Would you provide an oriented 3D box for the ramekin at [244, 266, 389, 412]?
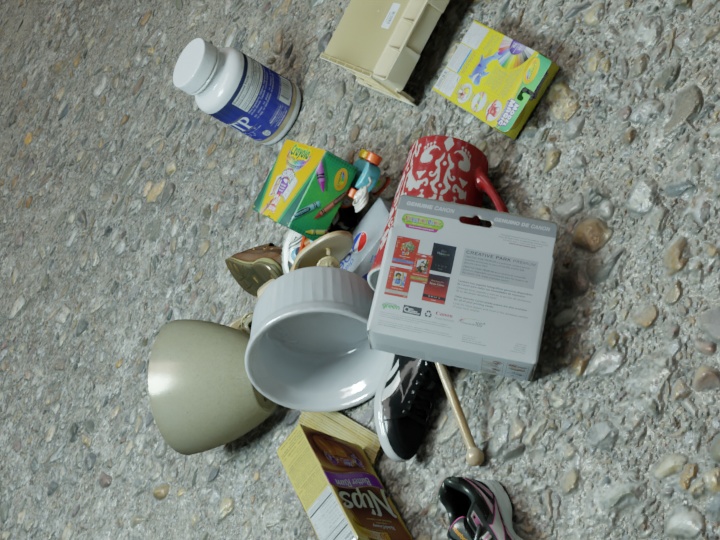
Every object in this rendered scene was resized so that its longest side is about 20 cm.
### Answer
[{"bbox_3d":[-0.054,0.088,1.698,0.200,0.200,0.098,-41,33,30],"label":"ramekin"}]

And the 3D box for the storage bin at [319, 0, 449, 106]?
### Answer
[{"bbox_3d":[0.059,-0.374,1.929,0.198,0.093,0.201,33,96,55],"label":"storage bin"}]

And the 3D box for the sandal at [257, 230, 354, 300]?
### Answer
[{"bbox_3d":[-0.068,0.023,1.765,0.211,0.077,0.070,-36,61,44],"label":"sandal"}]

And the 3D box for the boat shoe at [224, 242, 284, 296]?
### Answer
[{"bbox_3d":[-0.150,-0.005,2.002,0.067,0.072,0.200,-38,18,-23],"label":"boat shoe"}]

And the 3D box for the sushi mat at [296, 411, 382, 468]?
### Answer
[{"bbox_3d":[-0.038,0.243,1.731,0.199,0.012,0.096,22,85,55],"label":"sushi mat"}]

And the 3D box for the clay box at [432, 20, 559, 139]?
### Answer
[{"bbox_3d":[0.187,-0.256,1.722,0.115,0.047,0.200,-58,36,9],"label":"clay box"}]

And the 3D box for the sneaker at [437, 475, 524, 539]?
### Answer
[{"bbox_3d":[0.136,0.306,1.397,0.081,0.086,0.200,-54,36,17],"label":"sneaker"}]

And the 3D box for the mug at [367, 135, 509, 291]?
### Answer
[{"bbox_3d":[0.116,-0.058,1.653,0.134,0.176,0.202,86,-163,-65],"label":"mug"}]

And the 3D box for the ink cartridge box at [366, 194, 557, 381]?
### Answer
[{"bbox_3d":[0.123,0.019,1.501,0.084,0.198,0.177,80,-158,-71],"label":"ink cartridge box"}]

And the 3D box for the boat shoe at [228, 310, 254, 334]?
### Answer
[{"bbox_3d":[-0.153,0.086,1.938,0.199,0.065,0.073,-7,63,51],"label":"boat shoe"}]

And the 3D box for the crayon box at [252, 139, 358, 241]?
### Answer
[{"bbox_3d":[-0.082,-0.116,1.824,0.120,0.058,0.200,-63,22,0],"label":"crayon box"}]

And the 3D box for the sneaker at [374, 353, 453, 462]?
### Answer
[{"bbox_3d":[0.083,0.134,1.590,0.111,0.073,0.202,-20,54,44],"label":"sneaker"}]

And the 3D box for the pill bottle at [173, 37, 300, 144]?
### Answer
[{"bbox_3d":[-0.210,-0.305,2.144,0.119,0.199,0.121,-31,45,38],"label":"pill bottle"}]

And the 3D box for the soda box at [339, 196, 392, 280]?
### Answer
[{"bbox_3d":[0.000,0.000,1.792,0.200,0.063,0.068,-52,35,17],"label":"soda box"}]

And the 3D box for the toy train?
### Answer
[{"bbox_3d":[-0.020,-0.082,1.801,0.200,0.055,0.151,-37,34,47],"label":"toy train"}]

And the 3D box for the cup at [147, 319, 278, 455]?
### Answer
[{"bbox_3d":[-0.198,0.165,1.867,0.142,0.200,0.202,-7,60,22],"label":"cup"}]

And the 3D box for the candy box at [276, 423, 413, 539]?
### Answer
[{"bbox_3d":[-0.016,0.287,1.570,0.057,0.116,0.200,-50,42,17],"label":"candy box"}]

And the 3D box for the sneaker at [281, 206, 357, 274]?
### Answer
[{"bbox_3d":[-0.053,-0.062,1.894,0.087,0.075,0.202,11,81,47],"label":"sneaker"}]

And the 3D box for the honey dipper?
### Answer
[{"bbox_3d":[0.105,0.140,1.533,0.038,0.038,0.202,-31,71,38],"label":"honey dipper"}]
